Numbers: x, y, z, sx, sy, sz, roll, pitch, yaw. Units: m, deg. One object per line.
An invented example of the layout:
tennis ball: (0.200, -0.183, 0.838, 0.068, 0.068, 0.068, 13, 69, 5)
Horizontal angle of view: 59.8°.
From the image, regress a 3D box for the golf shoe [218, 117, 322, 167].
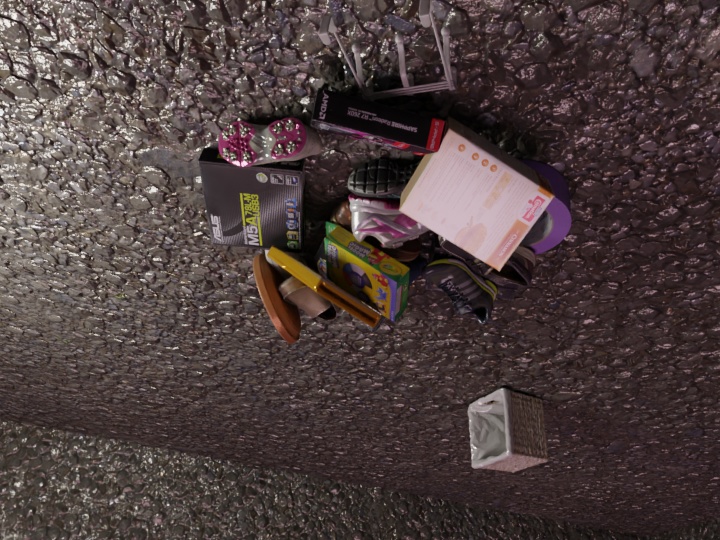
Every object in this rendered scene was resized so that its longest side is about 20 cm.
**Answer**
golf shoe: (-0.151, -0.208, 1.048, 0.195, 0.078, 0.091, 7, -175, 32)

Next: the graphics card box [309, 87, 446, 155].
graphics card box: (0.021, -0.223, 0.952, 0.194, 0.052, 0.126, 14, -173, -9)

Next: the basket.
basket: (0.443, 0.487, 1.894, 0.156, 0.206, 0.198, 13, 149, -21)

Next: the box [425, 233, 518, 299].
box: (0.239, -0.010, 1.295, 0.193, 0.050, 0.160, 7, 148, 2)

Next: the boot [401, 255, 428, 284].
boot: (0.056, 0.008, 1.338, 0.197, 0.089, 0.075, 3, 113, 53)

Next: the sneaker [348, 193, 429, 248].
sneaker: (0.068, -0.085, 1.147, 0.193, 0.082, 0.091, 8, 107, -6)

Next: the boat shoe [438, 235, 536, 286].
boat shoe: (0.232, -0.024, 1.136, 0.195, 0.066, 0.072, 19, 147, -17)

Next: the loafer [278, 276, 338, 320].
loafer: (-0.100, 0.060, 1.349, 0.075, 0.070, 0.198, -33, 153, 21)

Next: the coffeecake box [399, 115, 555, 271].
coffeecake box: (0.183, -0.121, 1.001, 0.196, 0.074, 0.155, 29, 118, -8)

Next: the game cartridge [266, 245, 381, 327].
game cartridge: (-0.074, 0.029, 1.190, 0.175, 0.033, 0.198, 35, 175, -40)

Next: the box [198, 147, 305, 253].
box: (-0.197, -0.126, 1.177, 0.186, 0.048, 0.203, 5, 135, 0)

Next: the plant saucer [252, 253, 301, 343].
plant saucer: (-0.175, 0.058, 1.356, 0.032, 0.204, 0.202, -22, 143, 5)

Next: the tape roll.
tape roll: (0.275, -0.106, 1.125, 0.193, 0.067, 0.202, 6, 147, 4)

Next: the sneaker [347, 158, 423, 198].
sneaker: (0.074, -0.146, 1.095, 0.193, 0.077, 0.080, -1, 150, 14)

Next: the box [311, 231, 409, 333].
box: (-0.005, 0.012, 1.284, 0.200, 0.044, 0.161, 47, 146, 9)

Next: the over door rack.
over door rack: (0.047, -0.303, 0.847, 0.143, 0.069, 0.200, -4, 167, 18)

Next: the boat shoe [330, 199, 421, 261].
boat shoe: (0.039, -0.078, 1.210, 0.196, 0.074, 0.067, 24, 146, -18)

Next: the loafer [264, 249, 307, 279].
loafer: (-0.146, -0.013, 1.340, 0.069, 0.071, 0.201, 28, 165, 26)

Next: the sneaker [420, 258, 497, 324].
sneaker: (0.202, 0.041, 1.259, 0.196, 0.083, 0.073, 25, 144, -26)

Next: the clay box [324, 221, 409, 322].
clay box: (0.000, 0.000, 1.176, 0.197, 0.048, 0.117, 31, 144, 25)
